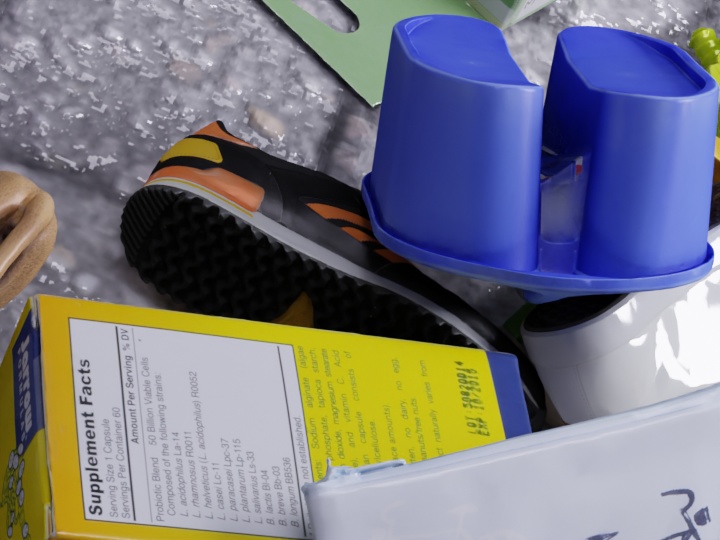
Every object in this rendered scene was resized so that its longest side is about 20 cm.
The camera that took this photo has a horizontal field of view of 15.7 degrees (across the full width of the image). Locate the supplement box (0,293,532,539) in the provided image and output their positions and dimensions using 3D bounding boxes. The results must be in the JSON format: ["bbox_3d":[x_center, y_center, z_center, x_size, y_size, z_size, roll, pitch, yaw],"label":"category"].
[{"bbox_3d":[-0.041,0.094,0.988,0.199,0.110,0.109,8,48,-21],"label":"supplement box"}]

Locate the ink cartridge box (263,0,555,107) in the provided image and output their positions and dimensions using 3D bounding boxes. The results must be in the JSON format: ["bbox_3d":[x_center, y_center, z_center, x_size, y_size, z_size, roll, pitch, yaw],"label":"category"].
[{"bbox_3d":[0.027,-0.178,1.302,0.146,0.048,0.200,45,45,14],"label":"ink cartridge box"}]

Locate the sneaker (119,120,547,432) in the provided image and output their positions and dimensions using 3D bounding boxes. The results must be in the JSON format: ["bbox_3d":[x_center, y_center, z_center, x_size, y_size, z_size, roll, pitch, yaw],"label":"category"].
[{"bbox_3d":[0.000,0.000,1.118,0.199,0.070,0.090,30,41,-1],"label":"sneaker"}]

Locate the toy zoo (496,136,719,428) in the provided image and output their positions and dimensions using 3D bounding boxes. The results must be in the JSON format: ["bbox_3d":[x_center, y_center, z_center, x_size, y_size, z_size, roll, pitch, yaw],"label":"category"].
[{"bbox_3d":[0.164,0.021,1.185,0.131,0.020,0.200,42,59,12],"label":"toy zoo"}]

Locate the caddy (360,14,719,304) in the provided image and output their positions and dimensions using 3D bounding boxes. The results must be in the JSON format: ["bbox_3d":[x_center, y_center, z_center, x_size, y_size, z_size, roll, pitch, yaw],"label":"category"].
[{"bbox_3d":[0.074,-0.040,1.090,0.140,0.106,0.200,3,15,-5],"label":"caddy"}]

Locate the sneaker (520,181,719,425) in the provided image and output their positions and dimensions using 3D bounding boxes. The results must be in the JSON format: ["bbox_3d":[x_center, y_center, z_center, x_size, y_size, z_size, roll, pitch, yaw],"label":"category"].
[{"bbox_3d":[0.147,0.020,1.143,0.200,0.073,0.085,-33,108,-37],"label":"sneaker"}]

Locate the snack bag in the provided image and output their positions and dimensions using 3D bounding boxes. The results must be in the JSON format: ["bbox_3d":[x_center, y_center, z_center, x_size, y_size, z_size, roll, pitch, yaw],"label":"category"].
[{"bbox_3d":[0.082,0.150,0.946,0.187,0.021,0.201,-11,96,-20],"label":"snack bag"}]

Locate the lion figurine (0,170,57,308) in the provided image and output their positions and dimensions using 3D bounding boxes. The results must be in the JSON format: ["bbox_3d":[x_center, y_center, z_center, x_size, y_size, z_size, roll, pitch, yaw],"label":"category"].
[{"bbox_3d":[-0.165,-0.010,0.996,0.199,0.073,0.122,11,44,45],"label":"lion figurine"}]

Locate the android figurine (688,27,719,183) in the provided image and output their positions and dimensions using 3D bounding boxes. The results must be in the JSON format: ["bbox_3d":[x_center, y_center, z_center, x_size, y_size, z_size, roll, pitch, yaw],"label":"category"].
[{"bbox_3d":[0.235,-0.048,1.292,0.181,0.041,0.201,-15,62,-34],"label":"android figurine"}]
